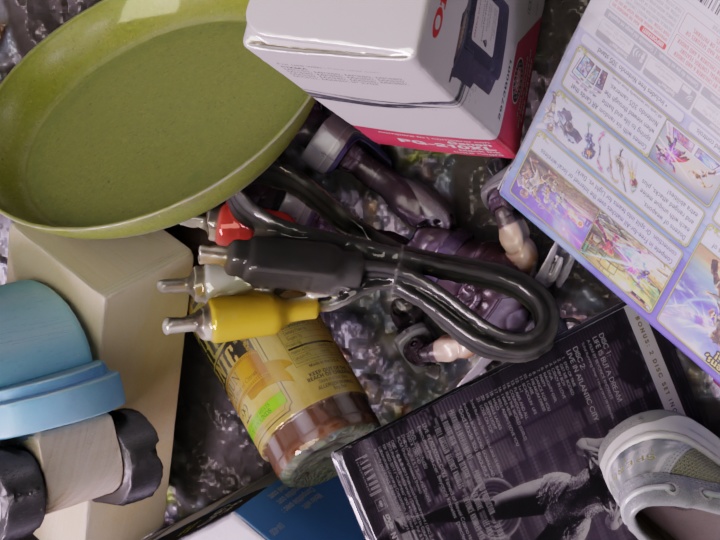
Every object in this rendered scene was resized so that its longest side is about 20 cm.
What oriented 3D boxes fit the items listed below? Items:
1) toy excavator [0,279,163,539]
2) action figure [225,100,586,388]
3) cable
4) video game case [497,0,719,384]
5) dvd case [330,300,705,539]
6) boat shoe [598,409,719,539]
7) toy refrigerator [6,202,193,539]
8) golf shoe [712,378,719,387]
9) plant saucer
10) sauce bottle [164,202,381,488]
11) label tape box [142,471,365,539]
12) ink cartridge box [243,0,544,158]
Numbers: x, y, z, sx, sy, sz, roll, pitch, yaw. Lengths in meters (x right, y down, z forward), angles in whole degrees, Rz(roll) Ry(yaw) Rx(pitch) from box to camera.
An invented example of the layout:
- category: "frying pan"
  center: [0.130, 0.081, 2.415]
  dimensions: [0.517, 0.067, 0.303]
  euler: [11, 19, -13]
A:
- category: "toy excavator"
  center: [-0.204, 0.032, 1.199]
  dimensions: [0.194, 0.100, 0.201]
  euler: [-8, 94, 48]
- category: "action figure"
  center: [0.033, -0.017, 1.226]
  dimensions: [0.200, 0.069, 0.130]
  euler: [35, 104, 5]
- category: "cable"
  center: [0.000, 0.000, 1.185]
  dimensions: [0.199, 0.097, 0.050]
  euler: [9, 149, -7]
- category: "video game case"
  center: [0.177, -0.049, 1.097]
  dimensions: [0.200, 0.045, 0.182]
  euler: [42, 130, 22]
- category: "dvd case"
  center: [0.095, 0.117, 1.181]
  dimensions: [0.016, 0.200, 0.149]
  euler: [-11, 103, 63]
- category: "boat shoe"
  center: [0.199, 0.145, 1.168]
  dimensions: [0.202, 0.065, 0.074]
  euler: [38, 118, -24]
- category: "toy refrigerator"
  center: [-0.142, 0.059, 1.263]
  dimensions: [0.076, 0.070, 0.200]
  euler: [35, 135, 29]
- category: "golf shoe"
  center: [0.206, 0.016, 1.167]
  dimensions: [0.091, 0.075, 0.201]
  euler: [-16, 95, 26]
- category: "plant saucer"
  center: [-0.103, -0.082, 1.209]
  dimensions: [0.199, 0.200, 0.031]
  euler: [-8, 132, 21]
- category: "sauce bottle"
  center: [-0.060, 0.019, 1.242]
  dimensions: [0.065, 0.065, 0.200]
  euler: [-43, 63, 23]
- category: "label tape box"
  center: [-0.052, 0.147, 1.251]
  dimensions: [0.200, 0.144, 0.063]
  euler: [-29, 90, 22]
- category: "ink cartridge box"
  center: [0.026, -0.146, 1.104]
  dimensions: [0.084, 0.200, 0.145]
  euler: [8, 83, 18]
